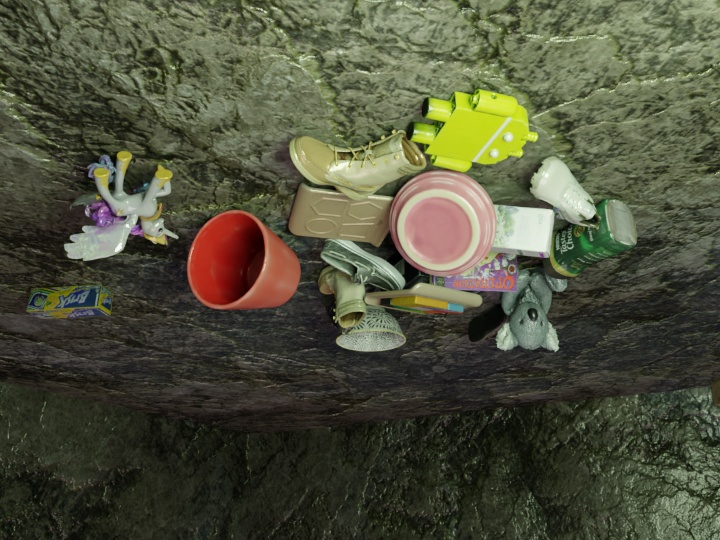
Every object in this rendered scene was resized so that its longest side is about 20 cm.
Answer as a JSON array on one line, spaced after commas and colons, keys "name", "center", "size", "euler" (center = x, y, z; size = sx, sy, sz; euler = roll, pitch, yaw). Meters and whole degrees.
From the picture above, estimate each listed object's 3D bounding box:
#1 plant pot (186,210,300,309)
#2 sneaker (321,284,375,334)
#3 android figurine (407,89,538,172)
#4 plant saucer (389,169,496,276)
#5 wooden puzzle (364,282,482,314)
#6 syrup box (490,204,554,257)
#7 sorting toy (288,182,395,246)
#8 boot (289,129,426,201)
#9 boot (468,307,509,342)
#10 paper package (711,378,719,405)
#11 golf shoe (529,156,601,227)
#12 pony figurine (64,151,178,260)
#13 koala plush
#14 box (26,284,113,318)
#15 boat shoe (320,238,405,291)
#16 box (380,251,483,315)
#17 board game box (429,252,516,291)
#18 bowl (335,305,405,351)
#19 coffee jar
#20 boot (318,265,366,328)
[{"name": "plant pot", "center": [-0.227, -0.006, 1.272], "size": [0.199, 0.203, 0.177], "euler": [-11, 163, 24]}, {"name": "sneaker", "center": [-0.016, 0.093, 1.560], "size": [0.076, 0.115, 0.199], "euler": [-18, 173, -44]}, {"name": "android figurine", "center": [0.180, -0.218, 0.965], "size": [0.198, 0.041, 0.182], "euler": [9, 154, -17]}, {"name": "plant saucer", "center": [0.145, -0.079, 1.107], "size": [0.199, 0.202, 0.051], "euler": [-11, -162, 23]}, {"name": "wooden puzzle", "center": [0.131, 0.070, 1.315], "size": [0.183, 0.038, 0.199], "euler": [12, 164, -30]}, {"name": "syrup box", "center": [0.260, -0.078, 1.155], "size": [0.198, 0.080, 0.081], "euler": [7, 176, 20]}, {"name": "sorting toy", "center": [-0.035, -0.112, 1.213], "size": [0.198, 0.037, 0.185], "euler": [9, 155, -11]}, {"name": "boot", "center": [-0.002, -0.185, 0.990], "size": [0.154, 0.074, 0.199], "euler": [-19, 152, 36]}, {"name": "boot", "center": [0.426, 0.169, 1.810], "size": [0.152, 0.074, 0.204], "euler": [6, 155, -21]}, {"name": "paper package", "center": [1.604, 0.494, 2.537], "size": [0.198, 0.105, 0.191], "euler": [-2, 157, 6]}, {"name": "golf shoe", "center": [0.369, -0.133, 1.071], "size": [0.199, 0.097, 0.079], "euler": [22, 104, -50]}, {"name": "pony figurine", "center": [-0.423, -0.112, 1.085], "size": [0.191, 0.168, 0.201], "euler": [-1, 142, -18]}, {"name": "koala plush", "center": [0.410, 0.103, 1.496], "size": [0.175, 0.202, 0.184], "euler": [-1, 157, -1]}, {"name": "box", "center": [-0.758, 0.083, 1.598], "size": [0.198, 0.065, 0.070], "euler": [-4, 157, 6]}, {"name": "boat shoe", "center": [0.000, 0.000, 1.318], "size": [0.199, 0.071, 0.072], "euler": [31, 150, 0]}, {"name": "box", "center": [0.166, 0.014, 1.410], "size": [0.180, 0.105, 0.200], "euler": [11, 154, -22]}, {"name": "board game box", "center": [0.242, -0.017, 1.302], "size": [0.198, 0.122, 0.032], "euler": [2, 180, -17]}, {"name": "bowl", "center": [0.030, 0.158, 1.748], "size": [0.198, 0.095, 0.201], "euler": [0, 157, 0]}, {"name": "coffee jar", "center": [0.460, -0.058, 1.253], "size": [0.085, 0.105, 0.200], "euler": [13, 153, -22]}, {"name": "boot", "center": [-0.045, 0.062, 1.450], "size": [0.071, 0.156, 0.200], "euler": [13, 153, -28]}]
